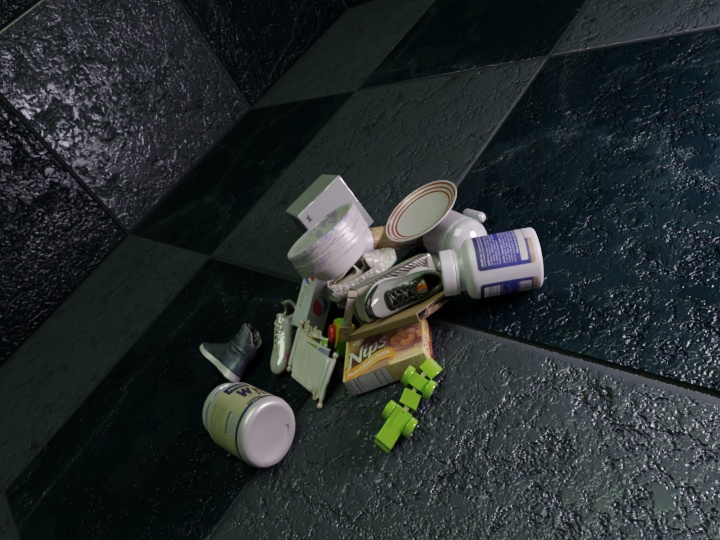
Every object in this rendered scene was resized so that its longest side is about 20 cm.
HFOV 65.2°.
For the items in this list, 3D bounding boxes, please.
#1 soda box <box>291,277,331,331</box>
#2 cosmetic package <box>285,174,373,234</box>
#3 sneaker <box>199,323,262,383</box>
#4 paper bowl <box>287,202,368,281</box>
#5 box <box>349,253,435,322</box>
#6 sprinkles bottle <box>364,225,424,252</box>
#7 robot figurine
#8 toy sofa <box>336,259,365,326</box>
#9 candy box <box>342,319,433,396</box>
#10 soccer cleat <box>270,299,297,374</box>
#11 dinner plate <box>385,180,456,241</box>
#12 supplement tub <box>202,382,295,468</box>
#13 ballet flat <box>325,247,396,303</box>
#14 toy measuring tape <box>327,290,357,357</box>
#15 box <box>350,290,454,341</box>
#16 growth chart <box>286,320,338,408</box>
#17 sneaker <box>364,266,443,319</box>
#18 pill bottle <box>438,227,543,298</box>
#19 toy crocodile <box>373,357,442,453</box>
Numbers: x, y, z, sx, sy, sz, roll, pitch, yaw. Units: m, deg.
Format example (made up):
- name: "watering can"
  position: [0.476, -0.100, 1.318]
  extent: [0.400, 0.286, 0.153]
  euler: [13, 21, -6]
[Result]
- name: "soda box"
  position: [-0.110, 0.052, 1.439]
  extent: [0.063, 0.067, 0.208]
  euler: [14, 87, 50]
- name: "cosmetic package"
  position: [-0.094, -0.157, 1.621]
  extent: [0.167, 0.168, 0.200]
  euler: [-43, 19, -6]
- name: "sneaker"
  position: [-0.352, 0.205, 1.543]
  extent: [0.199, 0.077, 0.149]
  euler: [24, 77, 43]
- name: "paper bowl"
  position: [-0.066, -0.056, 1.308]
  extent: [0.198, 0.105, 0.202]
  euler: [-35, 18, 13]
- name: "box"
  position: [0.078, 0.038, 1.275]
  extent: [0.195, 0.085, 0.068]
  euler: [-27, 9, -17]
- name: "sprinkles bottle"
  position: [0.085, -0.082, 1.405]
  extent: [0.193, 0.071, 0.068]
  euler: [-9, 28, -19]
- name: "robot figurine"
  position: [0.219, -0.074, 1.308]
  extent: [0.171, 0.113, 0.199]
  euler: [-50, 34, -4]
- name: "toy sofa"
  position: [0.007, 0.036, 1.407]
  extent: [0.095, 0.084, 0.204]
  euler: [-18, 38, 21]
- name: "candy box"
  position: [0.058, 0.180, 1.209]
  extent: [0.195, 0.056, 0.117]
  euler: [-24, 33, 20]
- name: "soccer cleat"
  position: [-0.201, 0.167, 1.448]
  extent: [0.068, 0.087, 0.204]
  euler: [-15, 40, 29]
- name: "dinner plate"
  position: [0.145, -0.136, 1.332]
  extent: [0.196, 0.024, 0.203]
  euler: [-29, 32, 20]
- name: "supplement tub"
  position: [-0.250, 0.333, 1.241]
  extent: [0.196, 0.146, 0.147]
  euler: [6, 52, 46]
- name: "ballet flat"
  position: [0.000, 0.000, 1.327]
  extent: [0.197, 0.073, 0.072]
  euler: [-37, 33, -5]
- name: "toy measuring tape"
  position: [-0.037, 0.114, 1.282]
  extent: [0.070, 0.206, 0.075]
  euler: [7, 34, -5]
- name: "box"
  position: [0.092, 0.095, 1.211]
  extent: [0.196, 0.022, 0.162]
  euler: [-22, 4, 42]
- name: "growth chart"
  position: [-0.116, 0.208, 1.316]
  extent: [0.198, 0.017, 0.149]
  euler: [29, 100, 53]
- name: "sneaker"
  position: [0.093, 0.043, 1.194]
  extent: [0.195, 0.076, 0.079]
  euler: [-25, 8, -23]
- name: "pill bottle"
  position: [0.260, -0.010, 1.139]
  extent: [0.192, 0.123, 0.122]
  euler: [-9, 38, 7]
- name: "toy crocodile"
  position: [0.093, 0.256, 1.085]
  extent: [0.066, 0.062, 0.203]
  euler: [27, 71, 16]
